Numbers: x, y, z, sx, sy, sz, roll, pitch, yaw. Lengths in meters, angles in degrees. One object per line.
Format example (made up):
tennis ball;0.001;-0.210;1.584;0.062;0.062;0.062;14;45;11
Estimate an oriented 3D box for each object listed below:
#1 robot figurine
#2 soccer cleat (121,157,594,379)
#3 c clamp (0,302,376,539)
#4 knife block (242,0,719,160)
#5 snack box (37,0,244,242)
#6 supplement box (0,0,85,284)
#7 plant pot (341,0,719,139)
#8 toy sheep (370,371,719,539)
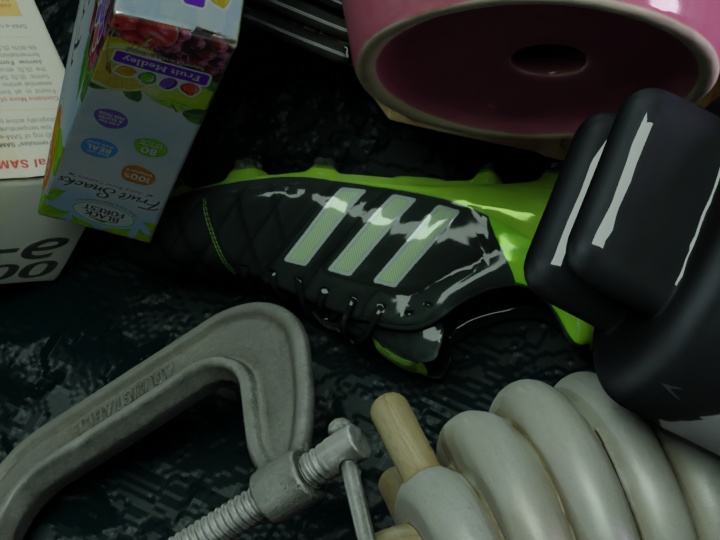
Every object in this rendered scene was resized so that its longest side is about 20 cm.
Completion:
robot figurine;0.158;0.015;0.987;0.199;0.125;0.150;26;24;-12
soccer cleat;0.000;0.000;1.144;0.199;0.068;0.081;0;76;10
c clamp;-0.078;0.091;1.078;0.200;0.027;0.171;-29;42;25
knife block;0.044;-0.109;1.183;0.199;0.064;0.176;11;20;-17
snack box;-0.074;-0.133;1.124;0.053;0.142;0.201;14;57;-9
supplement box;-0.201;-0.090;1.190;0.126;0.074;0.201;-4;55;-34
plant pot;0.064;-0.152;1.015;0.199;0.200;0.180;-1;70;10
toy sheep;0.081;0.096;1.044;0.199;0.138;0.138;-20;61;-8
